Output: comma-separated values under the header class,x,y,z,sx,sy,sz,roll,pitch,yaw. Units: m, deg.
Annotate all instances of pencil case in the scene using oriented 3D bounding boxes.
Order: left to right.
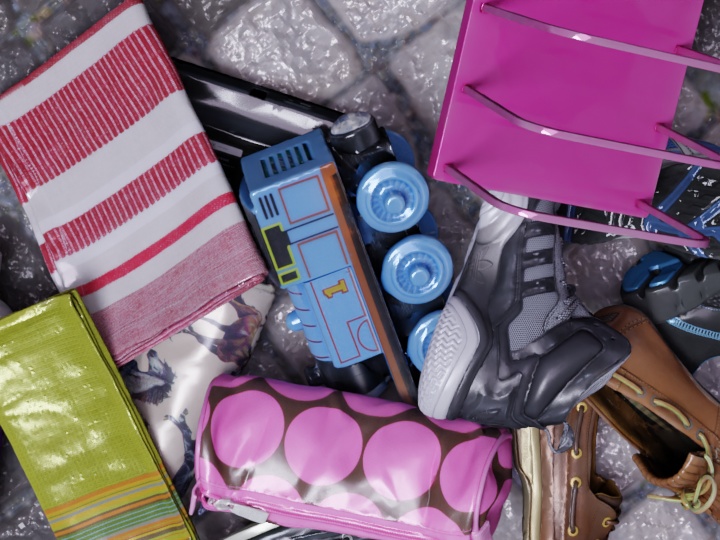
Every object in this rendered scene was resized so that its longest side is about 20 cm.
class,x,y,z,sx,sy,sz,roll,pitch,yaw
pencil case,-0.130,0.077,1.164,0.089,0.078,0.201,29,102,25
pencil case,-0.006,0.127,1.101,0.198,0.094,0.091,7,127,8

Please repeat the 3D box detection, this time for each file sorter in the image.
class,x,y,z,sx,sy,sz,roll,pitch,yaw
file sorter,0.139,-0.124,0.957,0.138,0.125,0.202,9,102,-18

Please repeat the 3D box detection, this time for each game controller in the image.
class,x,y,z,sx,sy,sz,roll,pitch,yaw
game controller,-0.094,-0.075,1.162,0.198,0.042,0.105,18,115,3

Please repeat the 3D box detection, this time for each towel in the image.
class,x,y,z,sx,sy,sz,roll,pitch,yaw
towel,-0.175,0.116,1.118,0.085,0.018,0.201,-22,104,6
towel,-0.153,-0.052,1.118,0.143,0.023,0.201,-31,77,24

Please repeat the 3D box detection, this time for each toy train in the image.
class,x,y,z,sx,sy,sz,roll,pitch,yaw
toy train,0.000,0.000,1.118,0.113,0.087,0.201,-19,115,1

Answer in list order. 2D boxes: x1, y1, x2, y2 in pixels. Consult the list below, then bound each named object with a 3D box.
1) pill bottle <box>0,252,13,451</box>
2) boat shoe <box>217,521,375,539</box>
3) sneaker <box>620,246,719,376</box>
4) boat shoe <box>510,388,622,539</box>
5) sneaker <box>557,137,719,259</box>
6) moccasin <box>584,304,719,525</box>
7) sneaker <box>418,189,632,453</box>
class,x,y,z,sx,sy,sz,roll,pitch,yaw
pill bottle,-0.288,0.082,1.161,0.111,0.112,0.202,10,100,4
boat shoe,-0.023,0.183,1.172,0.198,0.075,0.067,-23,83,-1
sneaker,0.270,0.006,1.128,0.198,0.073,0.082,-18,113,13
boat shoe,0.139,0.159,1.154,0.067,0.072,0.202,-6,96,8
sneaker,0.175,-0.052,1.115,0.199,0.077,0.076,19,108,24
moccasin,0.204,0.114,1.120,0.202,0.073,0.078,50,55,-22
sneaker,0.115,0.011,1.059,0.113,0.076,0.201,21,75,4
